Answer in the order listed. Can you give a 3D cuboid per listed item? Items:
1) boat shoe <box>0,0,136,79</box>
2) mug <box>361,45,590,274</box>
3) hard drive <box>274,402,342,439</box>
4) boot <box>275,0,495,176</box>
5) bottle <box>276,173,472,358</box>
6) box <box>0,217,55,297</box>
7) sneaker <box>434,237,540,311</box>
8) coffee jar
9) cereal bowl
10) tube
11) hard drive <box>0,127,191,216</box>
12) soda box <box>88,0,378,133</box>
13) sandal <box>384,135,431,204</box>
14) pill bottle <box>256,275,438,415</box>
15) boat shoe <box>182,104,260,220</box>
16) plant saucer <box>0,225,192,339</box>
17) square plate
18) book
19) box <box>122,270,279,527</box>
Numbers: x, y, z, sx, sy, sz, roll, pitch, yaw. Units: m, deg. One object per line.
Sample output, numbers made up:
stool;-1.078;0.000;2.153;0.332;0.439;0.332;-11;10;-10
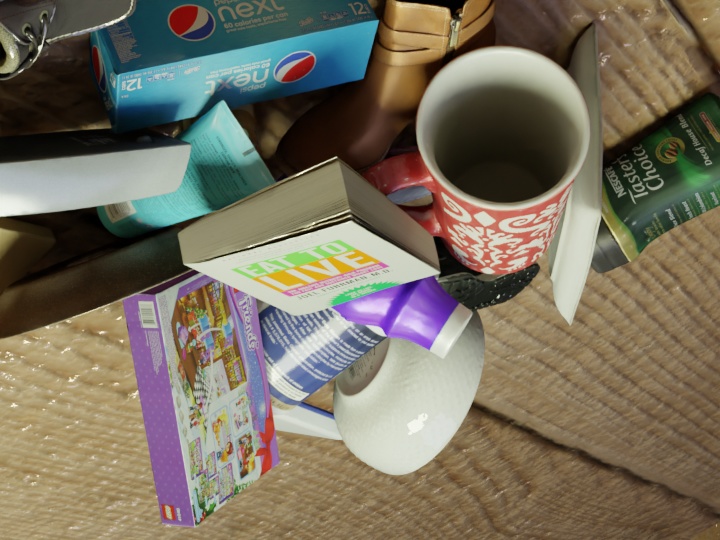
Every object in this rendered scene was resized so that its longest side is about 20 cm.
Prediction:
boat shoe;-0.233;-0.156;0.961;0.198;0.065;0.072;-13;149;-26
mug;0.093;-0.082;1.222;0.176;0.135;0.200;9;163;7
hard drive;-0.114;0.140;1.552;0.131;0.026;0.200;6;167;29
boot;0.023;-0.156;1.171;0.198;0.077;0.156;-22;155;-15
bottle;0.000;0.000;1.257;0.084;0.199;0.065;-57;174;-7
box;-0.364;0.003;1.174;0.163;0.021;0.199;-39;150;24
sneaker;0.086;-0.004;1.469;0.199;0.088;0.076;-11;148;-50
coffee jar;0.298;-0.086;1.510;0.199;0.105;0.085;-32;150;10
cereal bowl;0.035;0.102;1.530;0.083;0.201;0.200;27;125;-29
tube;-0.134;-0.068;1.127;0.199;0.078;0.050;-16;-155;53
hard drive;-0.231;-0.071;1.050;0.198;0.135;0.043;-8;104;-26
soda box;-0.092;-0.162;1.076;0.198;0.065;0.068;-15;151;-20
sandal;0.045;-0.094;1.342;0.082;0.050;0.202;-30;170;41
pill bottle;-0.030;0.033;1.354;0.199;0.112;0.111;-37;151;16
boat shoe;-0.108;-0.076;1.199;0.071;0.077;0.201;-21;153;-11
plant saucer;-0.212;0.004;1.204;0.199;0.037;0.200;-20;-172;3
square plate;0.191;-0.083;1.345;0.028;0.202;0.199;3;151;1
book;-0.034;-0.016;1.123;0.133;0.049;0.200;-19;162;17
box;-0.131;0.095;1.255;0.039;0.202;0.137;1;-164;30
